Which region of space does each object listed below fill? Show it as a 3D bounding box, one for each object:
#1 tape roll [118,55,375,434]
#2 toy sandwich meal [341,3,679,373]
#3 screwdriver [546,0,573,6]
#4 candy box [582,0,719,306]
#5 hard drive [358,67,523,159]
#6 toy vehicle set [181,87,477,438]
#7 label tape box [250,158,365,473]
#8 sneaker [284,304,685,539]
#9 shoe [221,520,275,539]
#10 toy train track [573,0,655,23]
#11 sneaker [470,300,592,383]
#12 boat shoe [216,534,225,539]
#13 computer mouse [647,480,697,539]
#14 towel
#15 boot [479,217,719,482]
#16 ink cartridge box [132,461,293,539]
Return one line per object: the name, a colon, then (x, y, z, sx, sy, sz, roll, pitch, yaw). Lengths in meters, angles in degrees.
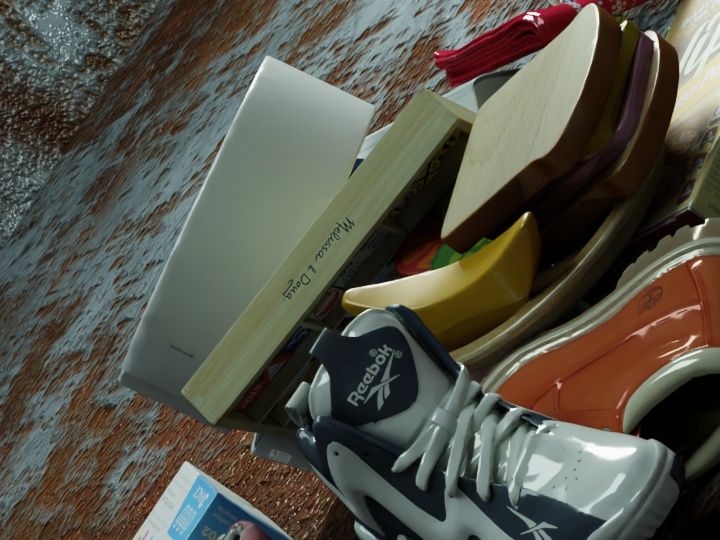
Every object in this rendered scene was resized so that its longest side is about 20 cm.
tape roll: (-0.063, -0.014, 1.619, 0.202, 0.070, 0.204, -154, 90, -87)
toy sandwich meal: (0.068, -0.036, 1.398, 0.205, 0.070, 0.206, -40, 21, 19)
screwdriver: (0.108, -0.153, 1.640, 0.029, 0.200, 0.028, 15, 79, 29)
candy box: (0.178, -0.074, 1.426, 0.115, 0.055, 0.201, -32, 27, 55)
hard drive: (0.084, -0.086, 1.662, 0.200, 0.131, 0.026, 156, 102, -67)
toy vehicle set: (0.000, 0.000, 1.510, 0.200, 0.026, 0.124, -52, -20, 10)
label tape box: (0.001, 0.018, 1.661, 0.200, 0.063, 0.145, 121, 165, -65)
sneaker: (0.039, 0.071, 1.242, 0.080, 0.130, 0.199, -52, 22, -20)
shoe: (-0.072, 0.229, 1.494, 0.201, 0.091, 0.071, -61, 15, -23)
toy train track: (0.135, -0.137, 1.783, 0.200, 0.032, 0.115, -55, 13, 32)
sneaker: (0.074, 0.038, 1.474, 0.105, 0.075, 0.201, -45, 21, 19)
boat shoe: (-0.105, 0.242, 1.641, 0.201, 0.062, 0.071, -55, 15, 6)
computer mouse: (0.067, 0.163, 1.273, 0.199, 0.053, 0.139, -15, 36, 53)
towel: (0.147, -0.153, 1.576, 0.199, 0.023, 0.144, -25, 4, -21)
boot: (0.107, 0.072, 1.304, 0.200, 0.075, 0.108, -46, 22, 31)
ink cartridge box: (-0.125, 0.222, 1.740, 0.201, 0.068, 0.115, -56, 13, -3)
